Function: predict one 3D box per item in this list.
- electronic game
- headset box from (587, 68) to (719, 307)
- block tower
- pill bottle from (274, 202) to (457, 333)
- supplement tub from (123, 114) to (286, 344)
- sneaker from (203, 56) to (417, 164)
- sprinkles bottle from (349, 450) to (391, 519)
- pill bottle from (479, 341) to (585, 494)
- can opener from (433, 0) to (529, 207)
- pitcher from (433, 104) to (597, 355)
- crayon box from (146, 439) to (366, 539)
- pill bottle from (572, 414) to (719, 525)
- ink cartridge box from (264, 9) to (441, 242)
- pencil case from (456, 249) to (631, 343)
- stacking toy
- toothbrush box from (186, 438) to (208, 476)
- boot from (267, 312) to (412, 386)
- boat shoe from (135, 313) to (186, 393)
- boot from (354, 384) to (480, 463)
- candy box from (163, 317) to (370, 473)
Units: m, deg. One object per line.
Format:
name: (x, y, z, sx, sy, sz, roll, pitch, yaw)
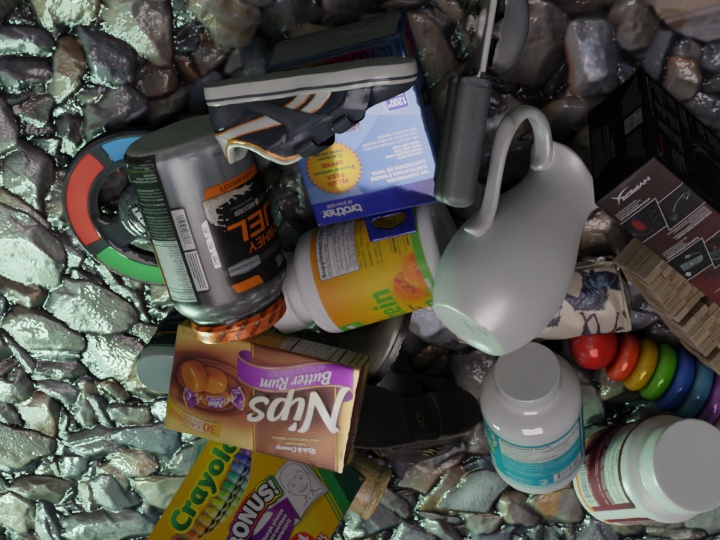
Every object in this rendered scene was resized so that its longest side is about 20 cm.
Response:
electronic game: (-0.213, -0.064, 1.332, 0.197, 0.042, 0.202, 3, 130, 3)
headset box: (0.310, -0.071, 1.202, 0.199, 0.149, 0.075, 35, 125, -22)
block tower: (0.331, 0.029, 1.311, 0.058, 0.054, 0.200, -46, 128, -2)
pill bottle: (0.000, 0.000, 1.316, 0.198, 0.112, 0.112, -17, 126, 19)
supplement tub: (-0.143, -0.040, 1.235, 0.121, 0.123, 0.202, -11, 111, 14)
sneaker: (-0.039, -0.140, 1.125, 0.198, 0.078, 0.080, -5, 104, 23)
sprinkles bottle: (-0.064, 0.218, 1.503, 0.198, 0.068, 0.069, 28, 128, -1)
pill bottle: (0.188, 0.156, 1.392, 0.109, 0.112, 0.201, -4, 147, 9)
can opener: (0.114, -0.157, 1.161, 0.066, 0.053, 0.203, 6, 97, -13)
pitcher: (0.142, -0.038, 1.203, 0.121, 0.201, 0.172, 18, 158, 50)
crayon box: (-0.118, 0.270, 1.417, 0.172, 0.201, 0.058, 32, 164, 0)
pill bottle: (0.320, 0.219, 1.402, 0.113, 0.115, 0.200, 18, 165, -9)
ink cartridge box: (0.006, -0.129, 1.216, 0.135, 0.077, 0.202, -11, 119, 15)
pencil case: (0.183, 0.029, 1.343, 0.197, 0.078, 0.091, -6, 107, 11)
stacking toy: (0.319, 0.112, 1.401, 0.198, 0.086, 0.086, 22, 128, -5)
toothbrush box: (-0.134, 0.314, 1.563, 0.084, 0.147, 0.201, -17, 126, 17)
boot: (-0.037, 0.084, 1.421, 0.130, 0.068, 0.200, 30, 125, -11)
boat shoe: (-0.143, 0.095, 1.417, 0.198, 0.091, 0.071, 9, 125, 5)
boot: (0.036, 0.187, 1.449, 0.197, 0.070, 0.174, 2, 159, -11)
candy box: (-0.097, 0.127, 1.330, 0.198, 0.056, 0.118, 14, 104, 10)
